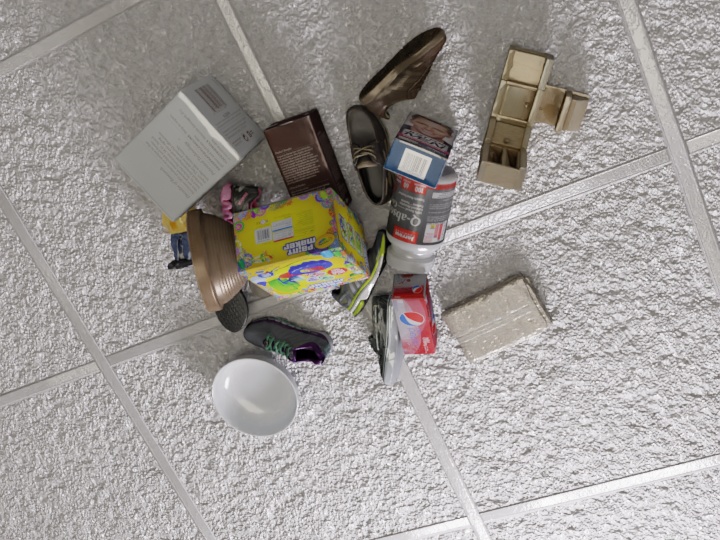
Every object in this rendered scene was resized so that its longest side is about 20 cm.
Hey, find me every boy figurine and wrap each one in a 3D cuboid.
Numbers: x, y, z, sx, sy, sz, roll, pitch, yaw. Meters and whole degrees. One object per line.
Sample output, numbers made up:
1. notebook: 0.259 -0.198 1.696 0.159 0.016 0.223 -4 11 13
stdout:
1. boy figurine: -0.375 -0.105 1.681 0.124 0.064 0.200 5 108 50

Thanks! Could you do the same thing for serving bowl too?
1. serving bowl: -0.228 0.269 1.827 0.200 0.066 0.200 4 114 10

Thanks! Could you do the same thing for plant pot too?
1. plant pot: -0.267 -0.026 1.575 0.093 0.201 0.201 -12 111 -4

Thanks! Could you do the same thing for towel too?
1. towel: 0.277 0.097 1.667 0.200 0.034 0.133 -27 104 22

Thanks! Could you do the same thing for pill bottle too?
1. pill bottle: 0.112 -0.104 1.568 0.116 0.116 0.200 12 115 6

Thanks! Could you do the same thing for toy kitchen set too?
1. toy kitchen set: 0.310 -0.258 1.424 0.163 0.181 0.200 14 119 4

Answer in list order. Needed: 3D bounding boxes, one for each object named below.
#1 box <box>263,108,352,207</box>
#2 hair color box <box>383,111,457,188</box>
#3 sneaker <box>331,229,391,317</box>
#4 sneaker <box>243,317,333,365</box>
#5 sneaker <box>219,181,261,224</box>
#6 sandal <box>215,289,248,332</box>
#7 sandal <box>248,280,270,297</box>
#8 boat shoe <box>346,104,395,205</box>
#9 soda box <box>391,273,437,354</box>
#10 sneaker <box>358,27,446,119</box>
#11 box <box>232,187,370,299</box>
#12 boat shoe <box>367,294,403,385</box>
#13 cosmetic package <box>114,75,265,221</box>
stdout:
1. box: -0.101 -0.202 1.595 0.100 0.075 0.200 -15 111 18
2. hair color box: 0.111 -0.220 1.471 0.100 0.200 0.061 23 116 1
3. sneaker: 0.000 0.000 1.663 0.081 0.074 0.200 27 114 3
4. sneaker: -0.161 0.155 1.752 0.200 0.088 0.075 8 114 8
5. sneaker: -0.229 -0.084 1.678 0.095 0.079 0.200 -3 114 1
6. sandal: -0.286 0.033 1.754 0.075 0.048 0.201 -16 96 19
7. sandal: -0.153 -0.003 1.700 0.200 0.055 0.082 -24 106 20
8. boat shoe: 0.021 -0.217 1.561 0.074 0.073 0.200 -15 109 17
9. soda box: 0.109 0.090 1.634 0.070 0.063 0.200 -1 141 12
10. sneaker: 0.090 -0.359 1.501 0.200 0.071 0.076 -36 121 26
11. box: -0.108 -0.046 1.559 0.200 0.193 0.122 -14 70 15
12. boat shoe: 0.051 0.143 1.721 0.071 0.072 0.200 7 104 18
13. cosmetic package: -0.323 -0.237 1.573 0.200 0.167 0.166 -38 102 24
